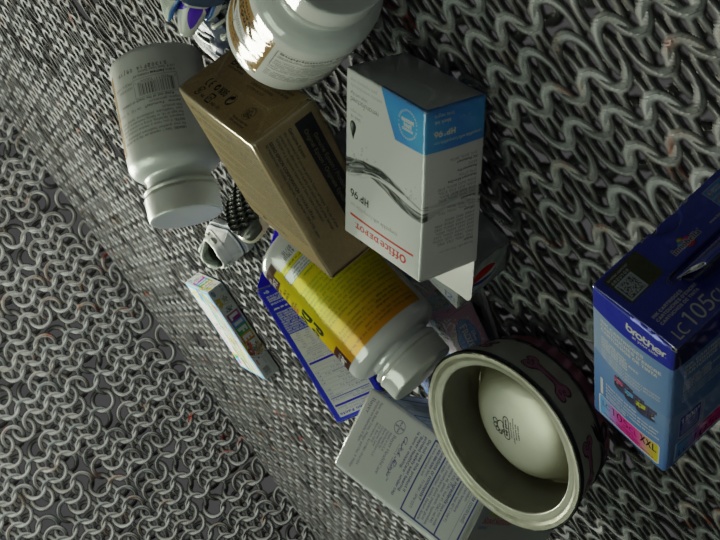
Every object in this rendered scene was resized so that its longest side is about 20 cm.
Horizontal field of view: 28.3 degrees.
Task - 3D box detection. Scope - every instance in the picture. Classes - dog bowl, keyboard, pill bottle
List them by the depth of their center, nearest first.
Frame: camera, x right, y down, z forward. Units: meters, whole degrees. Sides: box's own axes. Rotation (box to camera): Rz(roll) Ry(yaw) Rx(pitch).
[{"bbox_3d":[-0.043,-0.228,1.195,0.115,0.114,0.200,53,164,-4],"label":"pill bottle"},{"bbox_3d":[0.163,0.155,1.430,0.199,0.073,0.202,32,137,34],"label":"dog bowl"},{"bbox_3d":[-0.002,0.033,1.471,0.200,0.109,0.109,47,164,13],"label":"pill bottle"},{"bbox_3d":[0.121,0.038,1.512,0.056,0.011,0.201,32,155,40],"label":"keyboard"},{"bbox_3d":[-0.228,-0.160,1.714,0.114,0.113,0.202,126,133,-74],"label":"pill bottle"}]

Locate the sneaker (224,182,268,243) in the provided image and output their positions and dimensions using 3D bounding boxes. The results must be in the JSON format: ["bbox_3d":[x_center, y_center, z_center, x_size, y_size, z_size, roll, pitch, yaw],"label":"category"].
[{"bbox_3d":[-0.102,-0.089,1.657,0.093,0.070,0.201,34,-154,-25],"label":"sneaker"}]

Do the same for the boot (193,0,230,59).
[{"bbox_3d":[-0.141,-0.256,1.482,0.200,0.073,0.091,33,165,51],"label":"boot"}]

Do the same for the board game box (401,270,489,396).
[{"bbox_3d":[0.096,0.089,1.597,0.199,0.043,0.201,34,155,58],"label":"board game box"}]

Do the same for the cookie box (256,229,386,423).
[{"bbox_3d":[-0.033,0.047,1.696,0.201,0.075,0.172,60,-160,-24],"label":"cookie box"}]

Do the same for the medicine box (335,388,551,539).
[{"bbox_3d":[0.107,0.233,1.631,0.199,0.104,0.181,34,-169,37],"label":"medicine box"}]

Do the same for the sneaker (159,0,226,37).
[{"bbox_3d":[-0.128,-0.273,1.279,0.200,0.080,0.148,-134,50,-56],"label":"sneaker"}]

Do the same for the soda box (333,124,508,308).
[{"bbox_3d":[0.052,-0.062,1.376,0.200,0.068,0.064,47,164,21],"label":"soda box"}]

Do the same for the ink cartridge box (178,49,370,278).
[{"bbox_3d":[-0.077,-0.107,1.375,0.200,0.075,0.165,39,163,54],"label":"ink cartridge box"}]

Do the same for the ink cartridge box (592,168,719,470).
[{"bbox_3d":[0.223,0.025,0.946,0.076,0.136,0.201,40,161,31],"label":"ink cartridge box"}]

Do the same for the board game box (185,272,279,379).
[{"bbox_3d":[-0.236,0.101,2.623,0.201,0.034,0.134,58,163,-20],"label":"board game box"}]

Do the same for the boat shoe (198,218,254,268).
[{"bbox_3d":[-0.222,-0.038,2.215,0.074,0.067,0.200,53,165,-4],"label":"boat shoe"}]

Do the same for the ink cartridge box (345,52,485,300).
[{"bbox_3d":[0.044,-0.072,1.245,0.116,0.067,0.202,36,135,45],"label":"ink cartridge box"}]
